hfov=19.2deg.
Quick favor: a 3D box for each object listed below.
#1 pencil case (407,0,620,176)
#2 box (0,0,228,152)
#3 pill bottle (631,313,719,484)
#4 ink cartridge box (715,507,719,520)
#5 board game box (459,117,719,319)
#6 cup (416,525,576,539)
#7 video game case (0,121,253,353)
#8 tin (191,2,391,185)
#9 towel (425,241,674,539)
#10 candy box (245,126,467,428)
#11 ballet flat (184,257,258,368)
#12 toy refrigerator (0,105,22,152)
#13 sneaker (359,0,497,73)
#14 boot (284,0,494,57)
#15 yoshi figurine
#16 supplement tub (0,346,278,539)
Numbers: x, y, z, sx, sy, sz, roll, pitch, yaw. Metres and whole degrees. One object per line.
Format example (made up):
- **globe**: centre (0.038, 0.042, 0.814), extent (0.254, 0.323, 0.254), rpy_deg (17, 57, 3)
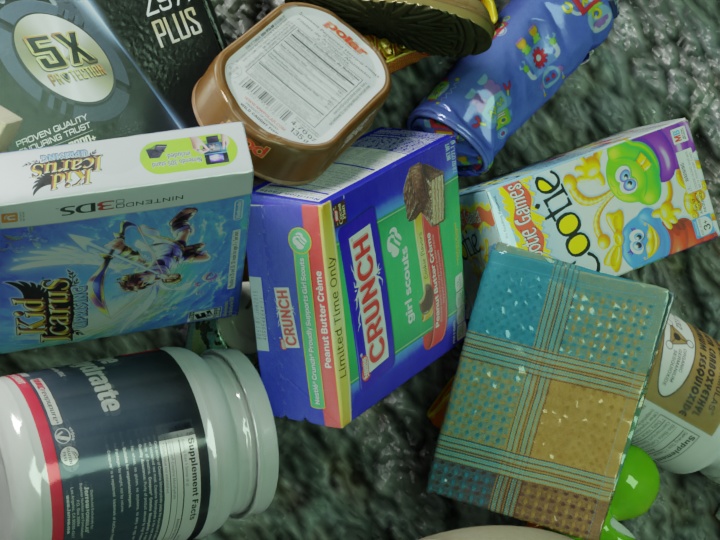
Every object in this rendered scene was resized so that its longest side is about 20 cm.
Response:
- **pencil case**: centre (0.125, -0.161, 1.724), extent (0.200, 0.078, 0.087), rpy_deg (-48, 114, -21)
- **box**: centre (-0.202, -0.146, 1.558), extent (0.199, 0.086, 0.165), rpy_deg (-24, 96, -25)
- **pill bottle**: centre (0.255, 0.102, 1.749), extent (0.199, 0.114, 0.115), rpy_deg (29, 74, -22)
- **ink cartridge box**: centre (0.410, 0.189, 1.812), extent (0.128, 0.125, 0.201), rpy_deg (42, 70, -17)
- **board game box**: centre (0.173, -0.042, 1.724), extent (0.199, 0.105, 0.104), rpy_deg (-20, 95, -25)
- **cup**: centre (0.121, 0.274, 1.603), extent (0.143, 0.199, 0.202), rpy_deg (-21, 96, -45)
- **video game case**: centre (-0.170, -0.019, 1.484), extent (0.179, 0.201, 0.046), rpy_deg (-8, 60, -11)
- **tin**: centre (-0.046, -0.131, 1.548), extent (0.112, 0.042, 0.200), rpy_deg (42, 35, -1)
- **towel**: centre (0.143, 0.092, 1.626), extent (0.145, 0.022, 0.202), rpy_deg (16, 93, 4)
- **candy box**: centre (0.000, 0.000, 1.584), extent (0.200, 0.076, 0.171), rpy_deg (-30, 121, -53)
- **ballet flat**: centre (-0.071, 0.002, 1.622), extent (0.074, 0.074, 0.201), rpy_deg (30, 74, -21)
- **toy refrigerator**: centre (-0.315, -0.033, 1.455), extent (0.076, 0.070, 0.201), rpy_deg (30, 97, -2)
- **sneaker**: centre (0.017, -0.187, 1.674), extent (0.199, 0.077, 0.074), rpy_deg (-27, 100, -23)
- **boot**: centre (0.043, -0.276, 1.647), extent (0.174, 0.066, 0.201), rpy_deg (15, 67, 10)
- **yoshi figurine**: centre (0.158, 0.143, 1.685), extent (0.200, 0.112, 0.112), rpy_deg (43, 28, 0)
- **supplement tub**: centre (-0.173, 0.132, 1.522), extent (0.198, 0.140, 0.142), rpy_deg (-9, 90, -26)
